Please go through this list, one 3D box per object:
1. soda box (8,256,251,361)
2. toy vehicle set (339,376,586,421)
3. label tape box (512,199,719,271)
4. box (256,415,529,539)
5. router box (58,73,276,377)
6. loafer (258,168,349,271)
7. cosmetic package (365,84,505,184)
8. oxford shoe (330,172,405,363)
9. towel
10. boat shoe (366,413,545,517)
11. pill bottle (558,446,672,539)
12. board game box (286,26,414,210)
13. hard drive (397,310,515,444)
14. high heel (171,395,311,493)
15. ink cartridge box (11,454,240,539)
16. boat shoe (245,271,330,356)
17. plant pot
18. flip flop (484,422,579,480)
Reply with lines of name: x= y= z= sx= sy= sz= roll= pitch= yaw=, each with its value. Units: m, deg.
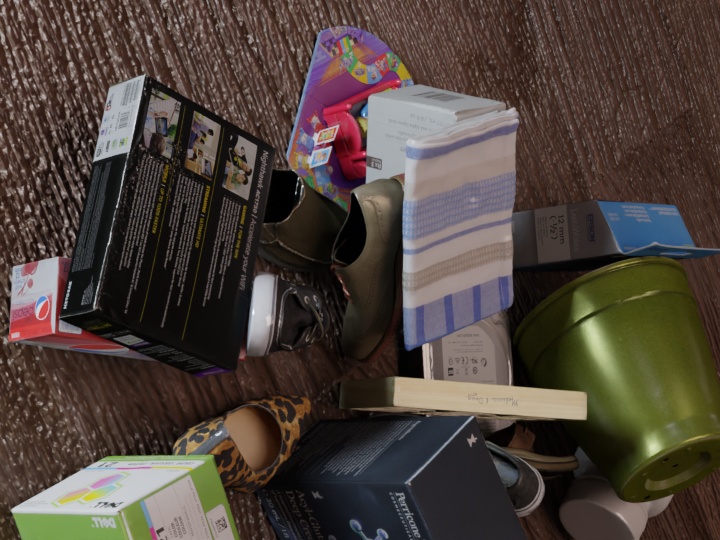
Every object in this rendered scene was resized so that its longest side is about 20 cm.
soda box: x=-0.186 y=0.037 z=1.324 sx=0.199 sy=0.070 sz=0.064 roll=12 pitch=74 yaw=-43
toy vehicle set: x=0.095 y=0.121 z=1.512 sx=0.199 sy=0.124 sz=0.027 roll=6 pitch=82 yaw=-22
label tape box: x=0.265 y=-0.039 z=1.694 sx=0.143 sy=0.199 sz=0.067 roll=1 pitch=82 yaw=-45
box: x=0.028 y=0.218 z=1.425 sx=0.107 sy=0.199 sz=0.149 roll=-39 pitch=112 yaw=-41
router box: x=-0.149 y=-0.033 z=1.287 sx=0.149 sy=0.051 sz=0.201 roll=28 pitch=63 yaw=-40
loafer: x=-0.070 y=-0.050 z=1.451 sx=0.199 sy=0.069 sz=0.076 roll=19 pitch=72 yaw=-42
cosmetic package: x=0.068 y=-0.066 z=1.526 sx=0.081 sy=0.112 sz=0.201 roll=-16 pitch=114 yaw=-45
oxford shoe: x=0.000 y=0.000 z=1.482 sx=0.074 sy=0.070 sz=0.201 roll=-7 pitch=124 yaw=-28
towel: x=0.092 y=-0.039 z=1.460 sx=0.146 sy=0.024 sz=0.201 roll=-19 pitch=118 yaw=-43
boat shoe: x=0.074 y=0.169 z=1.477 sx=0.069 sy=0.199 sz=0.057 roll=-66 pitch=150 yaw=-17
pill bottle: x=0.295 y=0.204 z=1.756 sx=0.115 sy=0.114 sz=0.200 roll=54 pitch=51 yaw=-26
board game box: x=0.011 y=-0.138 z=1.563 sx=0.158 sy=0.039 sz=0.201 roll=30 pitch=65 yaw=-39
hard drive: x=0.100 y=0.137 z=1.624 sx=0.139 sy=0.038 sz=0.201 roll=2 pitch=85 yaw=-45
high heel: x=-0.086 y=0.135 z=1.358 sx=0.200 sy=0.143 sz=0.072 roll=-31 pitch=80 yaw=-41
ink cartridge box: x=-0.214 y=0.213 z=1.220 sx=0.200 sy=0.147 sz=0.076 roll=-25 pitch=102 yaw=-44
boat shoe: x=-0.058 y=0.040 z=1.377 sx=0.200 sy=0.066 sz=0.070 roll=57 pitch=39 yaw=-88
plant pot: x=0.282 y=0.122 z=1.640 sx=0.200 sy=0.200 sz=0.194 roll=10 pitch=47 yaw=-44
flip flop: x=0.139 y=0.177 z=1.588 sx=0.199 sy=0.081 sz=0.058 roll=12 pitch=63 yaw=-38
